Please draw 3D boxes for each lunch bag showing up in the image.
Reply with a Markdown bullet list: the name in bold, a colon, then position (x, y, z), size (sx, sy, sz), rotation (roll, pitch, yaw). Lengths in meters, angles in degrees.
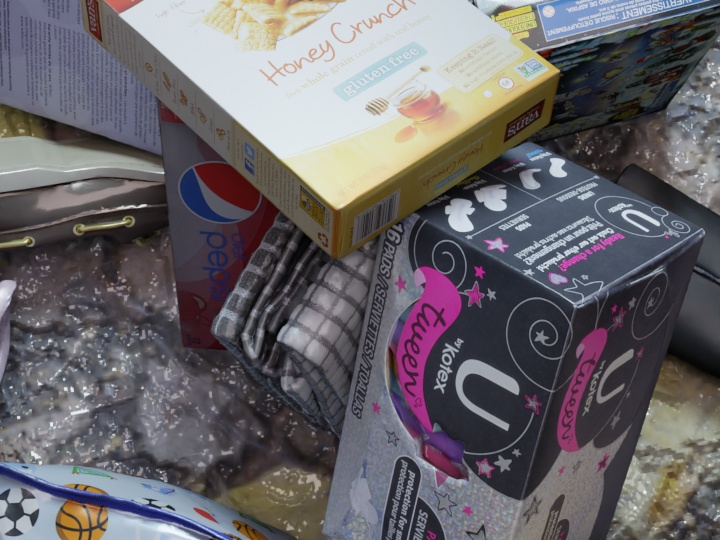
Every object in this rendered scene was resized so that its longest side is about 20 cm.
- **lunch bag**: position (-0.101, 0.178, 0.770), size (0.197, 0.170, 0.126), rotation (11, 84, 3)

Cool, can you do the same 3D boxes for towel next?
- **towel**: position (0.000, 0.000, 0.792), size (0.085, 0.200, 0.167), rotation (28, 79, 19)

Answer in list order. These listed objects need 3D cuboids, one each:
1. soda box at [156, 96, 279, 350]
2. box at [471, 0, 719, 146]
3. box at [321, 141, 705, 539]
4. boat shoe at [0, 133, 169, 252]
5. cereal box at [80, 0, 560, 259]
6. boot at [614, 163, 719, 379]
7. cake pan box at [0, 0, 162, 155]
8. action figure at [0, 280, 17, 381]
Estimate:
- **soda box**: position (-0.071, -0.045, 0.803), size (0.062, 0.202, 0.071), rotation (4, 47, 2)
- **box**: position (0.125, -0.119, 0.817), size (0.135, 0.200, 0.040), rotation (-14, 80, -2)
- **box**: position (0.074, 0.060, 0.729), size (0.114, 0.131, 0.202), rotation (28, 123, 30)
- **boat shoe**: position (-0.150, -0.047, 0.877), size (0.197, 0.072, 0.060), rotation (-6, 118, -13)
- **cereal box**: position (-0.023, -0.107, 0.699), size (0.143, 0.040, 0.200), rotation (-34, 60, -27)
- **boot**: position (0.203, 0.053, 0.845), size (0.199, 0.066, 0.166), rotation (32, 71, 4)
- **cake pan box**: position (-0.164, -0.175, 0.838), size (0.182, 0.052, 0.203), rotation (18, 121, 21)
- **action figure**: position (-0.239, 0.120, 0.806), size (0.147, 0.135, 0.201), rotation (-12, 48, -25)
